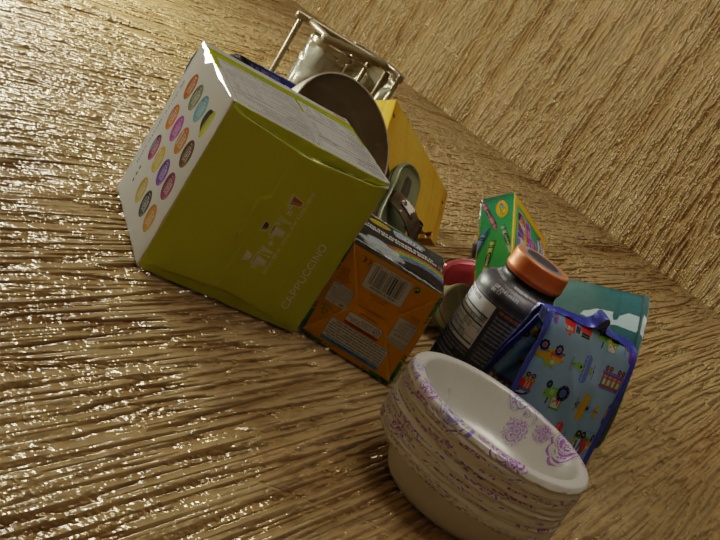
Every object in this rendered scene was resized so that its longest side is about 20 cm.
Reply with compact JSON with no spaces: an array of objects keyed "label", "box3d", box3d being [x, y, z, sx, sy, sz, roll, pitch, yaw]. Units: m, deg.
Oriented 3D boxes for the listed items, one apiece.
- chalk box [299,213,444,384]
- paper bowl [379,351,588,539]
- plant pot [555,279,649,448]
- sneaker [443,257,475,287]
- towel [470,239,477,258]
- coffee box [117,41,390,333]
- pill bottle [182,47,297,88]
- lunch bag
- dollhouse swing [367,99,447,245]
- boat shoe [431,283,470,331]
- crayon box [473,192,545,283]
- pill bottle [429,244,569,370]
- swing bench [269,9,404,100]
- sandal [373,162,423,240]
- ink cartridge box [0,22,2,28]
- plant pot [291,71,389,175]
[{"label":"chalk box","box3d":[0.017,0.020,1.346,0.124,0.125,0.200,31,14,-4]},{"label":"paper bowl","box3d":[0.105,0.175,1.081,0.199,0.105,0.201,30,15,-9]},{"label":"plant pot","box3d":[0.243,0.096,1.466,0.186,0.203,0.200,20,14,7]},{"label":"sneaker","box3d":[0.203,0.048,1.727,0.199,0.074,0.087,34,17,1]},{"label":"towel","box3d":[0.251,0.037,1.794,0.199,0.024,0.147,35,-21,18]},{"label":"coffee box","box3d":[-0.121,-0.090,1.250,0.198,0.201,0.198,25,18,-28]},{"label":"pill bottle","box3d":[-0.184,-0.279,1.865,0.198,0.113,0.112,24,17,-32]},{"label":"lunch bag","box3d":[0.206,0.129,1.244,0.149,0.201,0.094,23,18,-32]},{"label":"dollhouse swing","box3d":[0.018,-0.149,1.881,0.201,0.174,0.183,57,34,-35]},{"label":"boat shoe","box3d":[0.132,0.054,1.605,0.200,0.062,0.074,-14,92,-64]},{"label":"crayon box","box3d":[0.213,0.006,1.645,0.119,0.058,0.202,49,38,-42]},{"label":"pill bottle","box3d":[0.154,0.071,1.315,0.105,0.201,0.106,30,16,-9]},{"label":"swing bench","box3d":[-0.062,-0.318,2.065,0.199,0.200,0.130,21,19,-37]},{"label":"sandal","box3d":[0.064,-0.083,1.702,0.080,0.057,0.203,51,41,-41]},{"label":"ink cartridge box","box3d":[-0.516,-0.320,1.363,0.144,0.084,0.200,23,18,-34]},{"label":"plant pot","box3d":[-0.073,-0.178,1.701,0.199,0.203,0.134,20,-17,-40]}]
